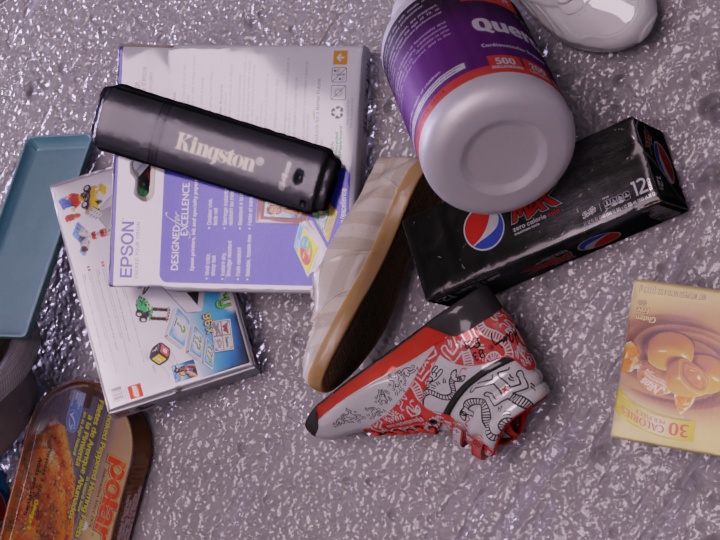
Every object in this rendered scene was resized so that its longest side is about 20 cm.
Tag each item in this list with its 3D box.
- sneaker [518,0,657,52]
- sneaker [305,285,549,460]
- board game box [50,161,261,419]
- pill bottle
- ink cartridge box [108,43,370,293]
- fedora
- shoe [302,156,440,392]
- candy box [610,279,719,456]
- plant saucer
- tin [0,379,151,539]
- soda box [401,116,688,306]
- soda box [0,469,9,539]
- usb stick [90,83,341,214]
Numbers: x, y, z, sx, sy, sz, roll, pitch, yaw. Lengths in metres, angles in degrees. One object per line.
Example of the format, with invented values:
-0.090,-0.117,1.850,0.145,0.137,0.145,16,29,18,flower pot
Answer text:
0.128,-0.226,1.492,0.200,0.099,0.078,34,101,27,sneaker
0.051,0.107,1.514,0.201,0.067,0.108,-38,84,32,sneaker
-0.168,0.007,1.639,0.126,0.035,0.201,-17,75,2,board game box
0.080,-0.138,1.468,0.112,0.112,0.200,-42,35,18,pill bottle
-0.095,-0.080,1.599,0.199,0.047,0.198,2,86,12,ink cartridge box
-0.345,0.113,1.684,0.176,0.090,0.200,6,44,34,fedora
0.000,0.000,1.537,0.053,0.070,0.200,20,73,24,shoe
0.282,0.076,1.398,0.199,0.055,0.116,8,88,28,candy box
-0.278,-0.028,1.693,0.070,0.019,0.201,0,60,25,plant saucer
-0.237,0.191,1.679,0.112,0.042,0.201,17,92,33,tin
0.135,-0.040,1.488,0.200,0.063,0.071,-24,72,24,soda box
-0.396,0.232,1.745,0.200,0.064,0.068,-22,75,24,soda box
-0.114,-0.095,1.565,0.199,0.033,0.056,18,88,10,usb stick
